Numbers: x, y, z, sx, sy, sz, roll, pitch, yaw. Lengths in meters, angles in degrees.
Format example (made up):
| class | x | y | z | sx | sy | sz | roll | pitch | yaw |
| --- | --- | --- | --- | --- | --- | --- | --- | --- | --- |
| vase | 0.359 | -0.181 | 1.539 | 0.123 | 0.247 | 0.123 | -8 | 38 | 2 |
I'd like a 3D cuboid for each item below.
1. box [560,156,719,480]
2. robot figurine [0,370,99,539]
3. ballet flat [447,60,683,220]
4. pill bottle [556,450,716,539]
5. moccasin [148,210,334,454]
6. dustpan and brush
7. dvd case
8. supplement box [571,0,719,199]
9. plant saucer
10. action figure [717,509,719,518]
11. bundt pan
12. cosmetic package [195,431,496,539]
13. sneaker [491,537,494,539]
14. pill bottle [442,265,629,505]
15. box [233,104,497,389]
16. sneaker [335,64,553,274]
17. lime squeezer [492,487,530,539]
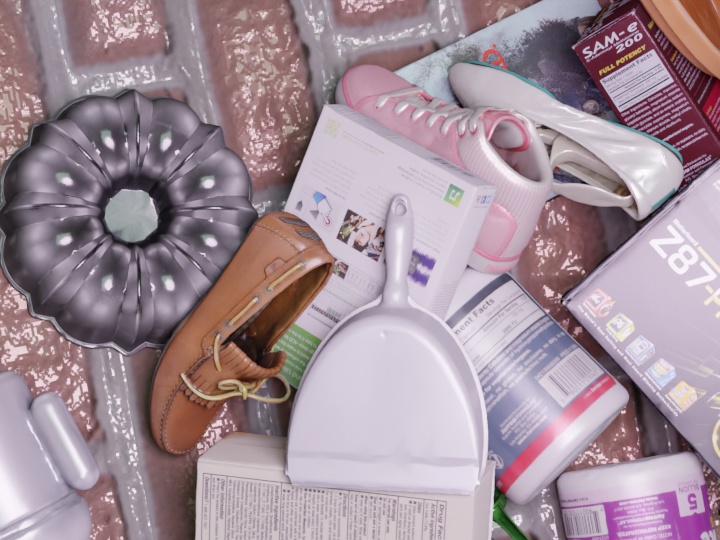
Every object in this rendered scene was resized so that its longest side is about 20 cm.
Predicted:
| class | x | y | z | sx | sy | sz | roll | pitch | yaw |
| --- | --- | --- | --- | --- | --- | --- | --- | --- | --- |
| box | 0.270 | 0.042 | 1.550 | 0.161 | 0.049 | 0.200 | -41 | 88 | 3 |
| robot figurine | -0.262 | 0.149 | 1.484 | 0.169 | 0.113 | 0.200 | -29 | 89 | 24 |
| ballet flat | 0.141 | -0.095 | 1.575 | 0.200 | 0.069 | 0.070 | 26 | 76 | 19 |
| pill bottle | 0.217 | 0.241 | 1.581 | 0.112 | 0.112 | 0.200 | -9 | 85 | -14 |
| moccasin | -0.084 | 0.055 | 1.522 | 0.078 | 0.074 | 0.201 | 46 | 107 | 30 |
| dustpan and brush | 0.021 | 0.048 | 1.457 | 0.139 | 0.057 | 0.200 | 2 | 92 | 11 |
| dvd case | 0.124 | -0.122 | 1.655 | 0.200 | 0.022 | 0.146 | -26 | 89 | -14 |
| supplement box | 0.247 | -0.116 | 1.620 | 0.061 | 0.109 | 0.200 | -29 | 100 | 26 |
| plant saucer | 0.244 | -0.227 | 1.628 | 0.032 | 0.200 | 0.200 | -30 | 90 | 25 |
| action figure | 0.293 | 0.087 | 1.626 | 0.119 | 0.102 | 0.200 | -9 | 94 | -11 |
| bundt pan | -0.166 | -0.042 | 1.551 | 0.202 | 0.076 | 0.202 | 2 | 82 | -13 |
| cosmetic package | -0.010 | 0.180 | 1.501 | 0.200 | 0.087 | 0.104 | 7 | 102 | 13 |
| sneaker | 0.024 | 0.185 | 1.565 | 0.200 | 0.073 | 0.082 | 43 | 80 | -2 |
| pill bottle | 0.089 | 0.064 | 1.566 | 0.120 | 0.120 | 0.200 | -42 | 79 | -14 |
| box | 0.000 | 0.000 | 1.524 | 0.144 | 0.036 | 0.200 | 31 | 106 | 29 |
| sneaker | 0.067 | -0.102 | 1.547 | 0.075 | 0.105 | 0.200 | -17 | 59 | -41 |
| lime squeezer | 0.071 | 0.150 | 1.588 | 0.038 | 0.071 | 0.200 | -46 | 62 | 11 |
